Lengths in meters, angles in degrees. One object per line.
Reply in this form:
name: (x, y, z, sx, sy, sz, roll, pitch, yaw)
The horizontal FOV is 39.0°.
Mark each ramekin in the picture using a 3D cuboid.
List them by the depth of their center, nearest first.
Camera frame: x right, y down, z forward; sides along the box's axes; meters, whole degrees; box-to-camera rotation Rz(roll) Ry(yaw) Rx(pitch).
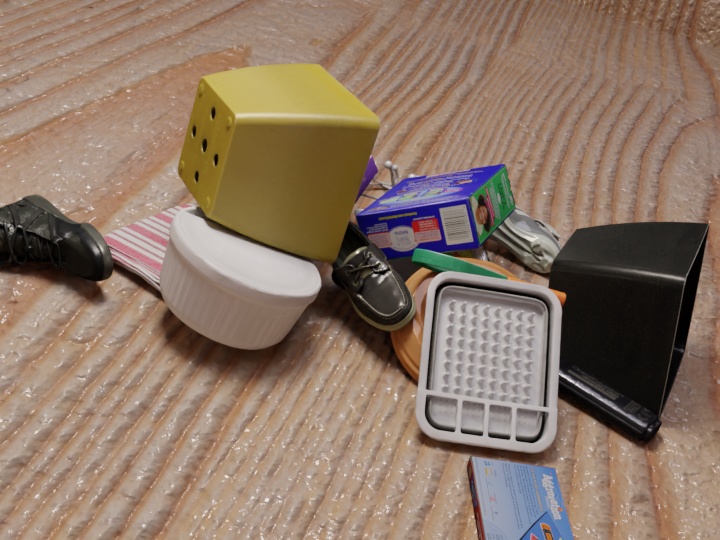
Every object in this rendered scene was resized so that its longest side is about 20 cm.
ramekin: (-0.153, 0.013, 1.244, 0.200, 0.095, 0.203, 25, 20, -10)

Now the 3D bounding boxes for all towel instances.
towel: (-0.247, -0.033, 1.390, 0.145, 0.030, 0.199, 27, 32, 24)

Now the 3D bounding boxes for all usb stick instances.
usb stick: (0.289, 0.152, 1.300, 0.199, 0.033, 0.055, 32, 28, 27)

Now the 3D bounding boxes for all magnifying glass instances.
magnifying glass: (0.159, 0.009, 1.263, 0.198, 0.023, 0.080, 18, -5, -6)

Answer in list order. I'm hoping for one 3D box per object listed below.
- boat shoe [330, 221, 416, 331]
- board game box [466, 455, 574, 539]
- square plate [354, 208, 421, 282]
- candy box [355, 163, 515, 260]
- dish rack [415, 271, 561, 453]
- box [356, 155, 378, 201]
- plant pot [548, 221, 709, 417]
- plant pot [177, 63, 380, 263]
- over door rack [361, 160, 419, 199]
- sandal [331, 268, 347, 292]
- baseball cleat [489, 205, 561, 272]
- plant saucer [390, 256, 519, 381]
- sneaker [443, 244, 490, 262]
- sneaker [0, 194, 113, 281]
boat shoe: (0.001, -0.001, 1.300, 0.071, 0.066, 0.201, -36, 45, -2)
board game box: (0.172, 0.274, 1.063, 0.101, 0.020, 0.201, 9, 31, -6)
square plate: (0.092, -0.022, 1.509, 0.197, 0.029, 0.199, 8, 32, -11)
candy box: (0.110, -0.083, 1.430, 0.167, 0.078, 0.200, -7, 17, 26)
dish rack: (0.151, 0.110, 1.211, 0.169, 0.044, 0.203, 8, 74, -6)
box: (-0.090, -0.137, 1.514, 0.198, 0.039, 0.138, 22, 66, 31)
plant pot: (0.349, 0.043, 1.363, 0.175, 0.202, 0.200, 14, 29, 23)
plant pot: (-0.119, -0.148, 1.288, 0.174, 0.202, 0.200, 4, 28, -32)
over door rack: (0.018, -0.140, 1.602, 0.198, 0.068, 0.147, -3, 22, -33)
sandal: (0.047, 0.049, 1.355, 0.199, 0.046, 0.075, 29, 38, 22)
baseball cleat: (0.237, -0.072, 1.603, 0.200, 0.070, 0.106, 46, 27, 9)
plant saucer: (0.137, 0.066, 1.284, 0.197, 0.038, 0.202, 1, 59, -2)
sneaker: (0.140, 0.037, 1.375, 0.089, 0.079, 0.201, -3, 44, -18)
sneaker: (-0.400, -0.029, 1.272, 0.198, 0.077, 0.114, 29, 35, 30)
